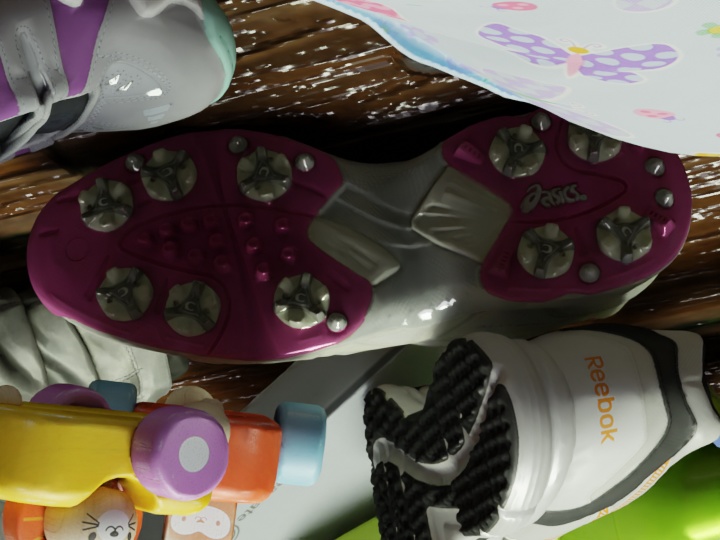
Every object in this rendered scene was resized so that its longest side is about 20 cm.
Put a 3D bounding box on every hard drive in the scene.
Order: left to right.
[{"bbox_3d":[0.014,0.080,1.092,0.132,0.027,0.200,-43,149,8],"label":"hard drive"}]

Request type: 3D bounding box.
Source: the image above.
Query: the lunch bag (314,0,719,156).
[{"bbox_3d":[0.075,-0.106,0.609,0.200,0.127,0.170,-30,150,29],"label":"lunch bag"}]

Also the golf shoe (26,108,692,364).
[{"bbox_3d":[0.000,0.000,0.919,0.200,0.075,0.092,-3,161,0],"label":"golf shoe"}]

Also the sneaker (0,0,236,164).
[{"bbox_3d":[-0.124,-0.020,0.750,0.200,0.140,0.078,5,152,-21],"label":"sneaker"}]

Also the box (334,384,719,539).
[{"bbox_3d":[0.064,0.109,1.109,0.200,0.048,0.122,-28,149,-18],"label":"box"}]

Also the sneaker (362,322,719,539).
[{"bbox_3d":[0.053,0.061,0.942,0.080,0.074,0.200,-9,173,-16],"label":"sneaker"}]

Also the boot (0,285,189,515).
[{"bbox_3d":[-0.127,0.018,0.962,0.131,0.068,0.200,-22,143,-10],"label":"boot"}]

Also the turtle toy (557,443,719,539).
[{"bbox_3d":[0.164,0.066,1.022,0.200,0.146,0.101,-12,-177,-11],"label":"turtle toy"}]

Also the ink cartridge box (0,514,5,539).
[{"bbox_3d":[-0.219,0.097,1.098,0.200,0.083,0.147,0,157,-9],"label":"ink cartridge box"}]

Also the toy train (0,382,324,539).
[{"bbox_3d":[-0.105,0.056,0.825,0.200,0.056,0.150,7,180,-11],"label":"toy train"}]
